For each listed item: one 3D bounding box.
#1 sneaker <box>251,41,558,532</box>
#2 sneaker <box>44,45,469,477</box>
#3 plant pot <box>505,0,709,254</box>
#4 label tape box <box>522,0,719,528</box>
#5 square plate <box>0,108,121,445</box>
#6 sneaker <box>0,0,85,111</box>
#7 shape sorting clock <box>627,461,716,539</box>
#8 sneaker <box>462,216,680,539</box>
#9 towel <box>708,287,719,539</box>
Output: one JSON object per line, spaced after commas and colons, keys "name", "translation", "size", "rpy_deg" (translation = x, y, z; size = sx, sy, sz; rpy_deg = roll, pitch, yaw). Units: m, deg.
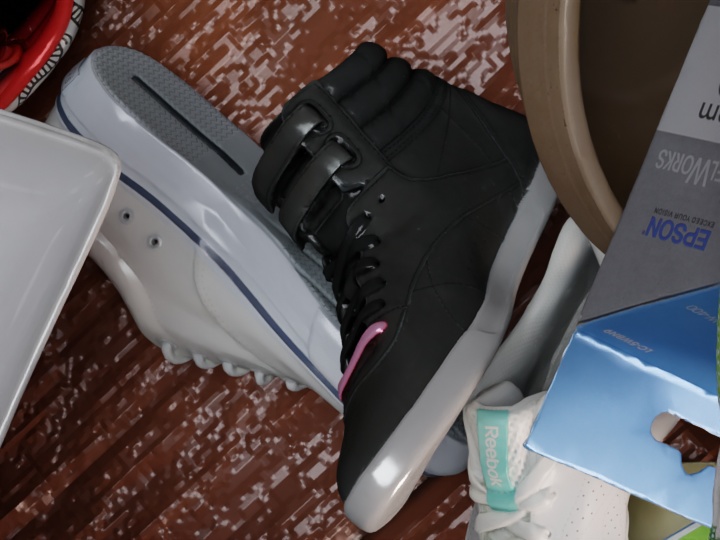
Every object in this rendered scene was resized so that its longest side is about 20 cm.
{"name": "sneaker", "translation": [0.000, 0.000, 0.933], "size": [0.099, 0.200, 0.071], "rpy_deg": [29, 132, -4]}
{"name": "sneaker", "translation": [-0.038, 0.008, 1.008], "size": [0.200, 0.073, 0.071], "rpy_deg": [44, 121, 11]}
{"name": "plant pot", "translation": [0.117, -0.094, 0.941], "size": [0.093, 0.201, 0.201], "rpy_deg": [20, 91, 53]}
{"name": "label tape box", "translation": [0.155, -0.009, 0.893], "size": [0.063, 0.144, 0.200], "rpy_deg": [18, 85, 53]}
{"name": "square plate", "translation": [-0.192, 0.027, 0.894], "size": [0.198, 0.028, 0.200], "rpy_deg": [20, 84, 19]}
{"name": "sneaker", "translation": [-0.182, -0.070, 1.008], "size": [0.201, 0.108, 0.067], "rpy_deg": [-35, 115, 6]}
{"name": "shape sorting clock", "translation": [0.119, 0.166, 0.972], "size": [0.200, 0.039, 0.200], "rpy_deg": [-3, 80, 20]}
{"name": "sneaker", "translation": [0.057, 0.076, 0.947], "size": [0.075, 0.088, 0.200], "rpy_deg": [7, 75, 31]}
{"name": "towel", "translation": [0.162, -0.011, 0.844], "size": [0.031, 0.149, 0.200], "rpy_deg": [17, 112, 52]}
